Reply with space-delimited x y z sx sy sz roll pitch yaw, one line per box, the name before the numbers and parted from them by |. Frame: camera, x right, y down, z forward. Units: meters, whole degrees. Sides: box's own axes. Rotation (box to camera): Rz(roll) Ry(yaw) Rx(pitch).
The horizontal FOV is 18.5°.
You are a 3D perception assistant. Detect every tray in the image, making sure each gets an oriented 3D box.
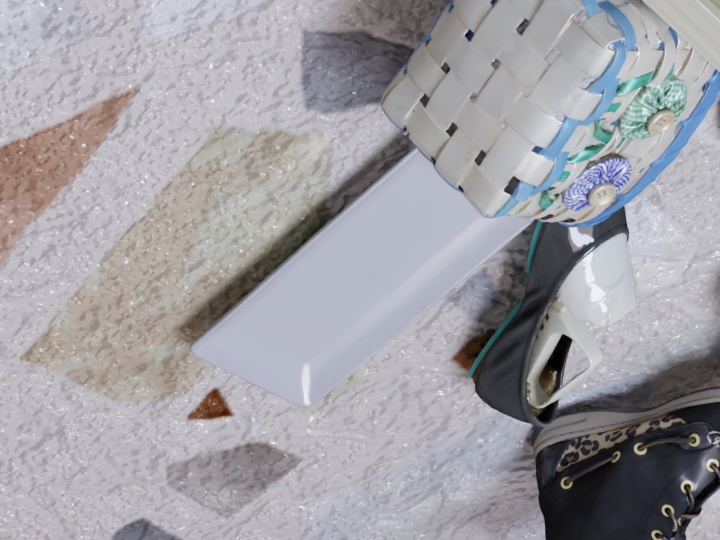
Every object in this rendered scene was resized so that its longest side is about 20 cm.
tray | 0.000 0.000 1.289 0.200 0.022 0.107 -41 136 21

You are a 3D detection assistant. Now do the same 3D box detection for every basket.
basket | 0.117 -0.107 1.147 0.200 0.139 0.177 -26 157 -53

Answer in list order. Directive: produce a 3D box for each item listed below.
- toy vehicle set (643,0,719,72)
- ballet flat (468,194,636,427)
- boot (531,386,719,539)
toy vehicle set | 0.187 -0.162 1.076 0.200 0.125 0.026 38 149 -25
ballet flat | 0.128 0.019 1.324 0.068 0.068 0.200 -28 151 -38
boot | 0.201 0.157 1.404 0.199 0.151 0.073 -7 143 20
